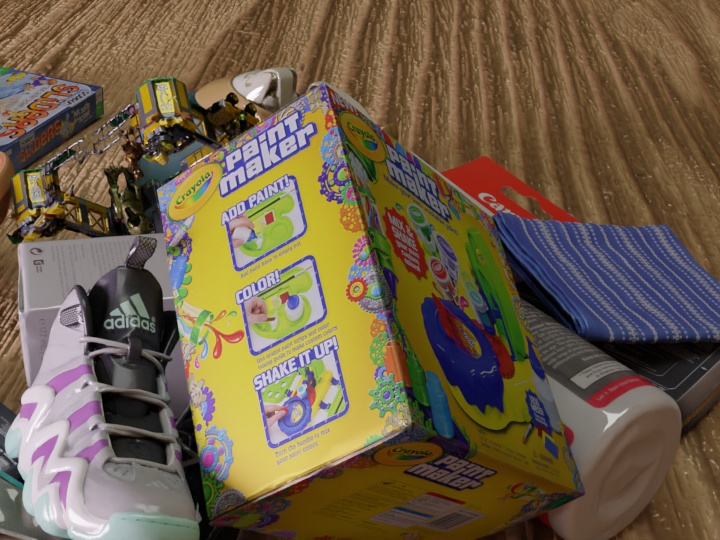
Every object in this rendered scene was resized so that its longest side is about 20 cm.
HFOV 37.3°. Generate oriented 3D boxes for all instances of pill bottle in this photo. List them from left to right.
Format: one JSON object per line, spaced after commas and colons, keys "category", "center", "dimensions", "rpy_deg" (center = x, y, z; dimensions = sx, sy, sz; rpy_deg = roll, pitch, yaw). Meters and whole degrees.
{"category": "pill bottle", "center": [0.104, 0.082, 0.715], "dimensions": [0.110, 0.112, 0.200], "rpy_deg": [-17, 37, -34]}

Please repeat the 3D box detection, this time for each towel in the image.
{"category": "towel", "center": [0.204, 0.004, 0.814], "dimensions": [0.198, 0.024, 0.145], "rpy_deg": [1, 36, -31]}

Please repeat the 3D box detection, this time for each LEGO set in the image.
{"category": "LEGO set", "center": [-0.153, -0.035, 0.782], "dimensions": [0.199, 0.154, 0.117], "rpy_deg": [-25, 64, 17]}

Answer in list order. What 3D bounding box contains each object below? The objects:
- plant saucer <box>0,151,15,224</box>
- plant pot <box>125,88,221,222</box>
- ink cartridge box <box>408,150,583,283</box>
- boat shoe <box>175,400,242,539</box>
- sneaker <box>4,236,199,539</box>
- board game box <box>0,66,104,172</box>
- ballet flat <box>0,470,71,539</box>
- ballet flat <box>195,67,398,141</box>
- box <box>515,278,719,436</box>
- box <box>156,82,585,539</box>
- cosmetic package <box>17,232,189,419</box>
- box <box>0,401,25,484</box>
{"category": "plant saucer", "center": [-0.347, -0.021, 0.815], "dimensions": [0.199, 0.038, 0.201], "rpy_deg": [-23, 27, 13]}
{"category": "plant pot", "center": [-0.114, -0.081, 0.935], "dimensions": [0.198, 0.136, 0.201], "rpy_deg": [4, 30, -2]}
{"category": "ink cartridge box", "center": [0.094, -0.055, 0.900], "dimensions": [0.199, 0.048, 0.160], "rpy_deg": [-20, 46, -35]}
{"category": "boat shoe", "center": [-0.093, 0.121, 0.650], "dimensions": [0.071, 0.068, 0.200], "rpy_deg": [11, 33, 10]}
{"category": "sneaker", "center": [-0.122, 0.052, 0.540], "dimensions": [0.077, 0.141, 0.199], "rpy_deg": [18, 0, -34]}
{"category": "board game box", "center": [-0.378, -0.158, 1.122], "dimensions": [0.134, 0.035, 0.200], "rpy_deg": [13, 30, 12]}
{"category": "ballet flat", "center": [-0.142, 0.163, 0.543], "dimensions": [0.198, 0.068, 0.064], "rpy_deg": [20, 42, 15]}
{"category": "ballet flat", "center": [-0.047, -0.124, 0.831], "dimensions": [0.199, 0.064, 0.068], "rpy_deg": [29, 34, 26]}
{"category": "box", "center": [0.184, 0.053, 0.843], "dimensions": [0.199, 0.049, 0.158], "rpy_deg": [26, 34, 32]}
{"category": "box", "center": [0.007, 0.041, 0.594], "dimensions": [0.200, 0.121, 0.194], "rpy_deg": [29, 39, -52]}
{"category": "cosmetic package", "center": [-0.132, 0.039, 0.743], "dimensions": [0.198, 0.114, 0.081], "rpy_deg": [-5, 38, -16]}
{"category": "box", "center": [-0.301, 0.115, 0.644], "dimensions": [0.199, 0.051, 0.157], "rpy_deg": [27, 36, 31]}
